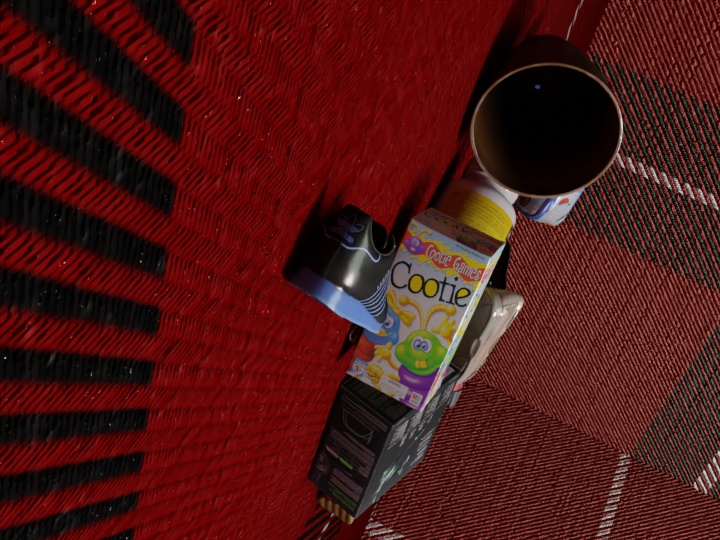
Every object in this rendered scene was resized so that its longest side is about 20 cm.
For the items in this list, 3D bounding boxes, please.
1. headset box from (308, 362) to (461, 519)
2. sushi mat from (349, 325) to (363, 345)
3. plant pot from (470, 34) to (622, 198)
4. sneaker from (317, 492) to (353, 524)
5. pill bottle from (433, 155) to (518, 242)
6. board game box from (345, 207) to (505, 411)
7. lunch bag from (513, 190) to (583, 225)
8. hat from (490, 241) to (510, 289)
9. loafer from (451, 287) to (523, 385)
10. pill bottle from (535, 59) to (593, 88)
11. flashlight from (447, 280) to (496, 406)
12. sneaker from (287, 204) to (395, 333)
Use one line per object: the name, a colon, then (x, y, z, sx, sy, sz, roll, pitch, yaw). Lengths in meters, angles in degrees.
headset box: (0.032, 0.220, 1.335, 0.174, 0.093, 0.201, -30, 146, -47)
sushi mat: (0.021, 0.057, 1.213, 0.096, 0.012, 0.200, -63, 170, -7)
plant pot: (0.242, -0.227, 1.270, 0.201, 0.186, 0.188, -77, -176, -53)
sneaker: (-0.017, 0.335, 1.533, 0.090, 0.075, 0.200, -54, 167, -26)
pill bottle: (0.141, -0.052, 1.291, 0.201, 0.111, 0.111, -62, 170, -18)
board game box: (0.076, 0.043, 1.127, 0.201, 0.104, 0.103, -67, 168, 16)
lunch bag: (0.294, -0.182, 1.600, 0.075, 0.200, 0.161, 11, 118, -35)
hat: (0.149, 0.009, 1.530, 0.200, 0.081, 0.202, -37, -138, 42)
loafer: (0.163, 0.100, 1.344, 0.201, 0.062, 0.072, -62, -142, 42)
pill bottle: (0.271, -0.246, 1.488, 0.112, 0.112, 0.201, -47, 161, -60)
flashlight: (0.147, 0.105, 1.436, 0.068, 0.067, 0.201, -118, -137, -59)
sneaker: (0.000, 0.000, 0.797, 0.078, 0.070, 0.200, -57, 169, -1)
